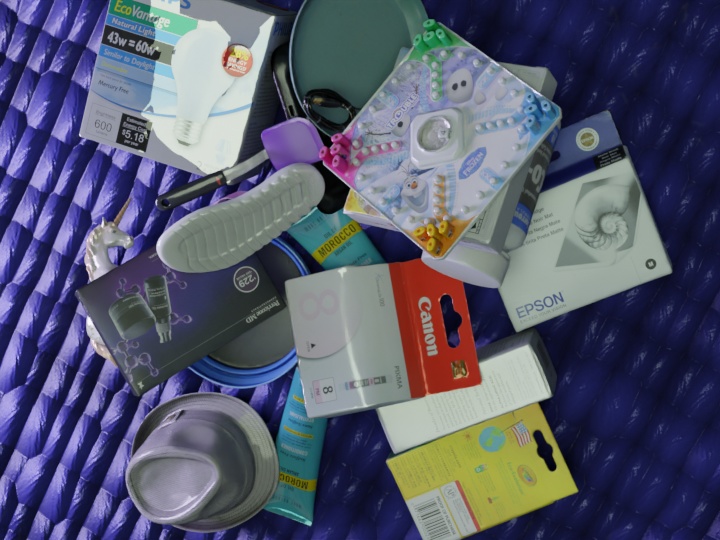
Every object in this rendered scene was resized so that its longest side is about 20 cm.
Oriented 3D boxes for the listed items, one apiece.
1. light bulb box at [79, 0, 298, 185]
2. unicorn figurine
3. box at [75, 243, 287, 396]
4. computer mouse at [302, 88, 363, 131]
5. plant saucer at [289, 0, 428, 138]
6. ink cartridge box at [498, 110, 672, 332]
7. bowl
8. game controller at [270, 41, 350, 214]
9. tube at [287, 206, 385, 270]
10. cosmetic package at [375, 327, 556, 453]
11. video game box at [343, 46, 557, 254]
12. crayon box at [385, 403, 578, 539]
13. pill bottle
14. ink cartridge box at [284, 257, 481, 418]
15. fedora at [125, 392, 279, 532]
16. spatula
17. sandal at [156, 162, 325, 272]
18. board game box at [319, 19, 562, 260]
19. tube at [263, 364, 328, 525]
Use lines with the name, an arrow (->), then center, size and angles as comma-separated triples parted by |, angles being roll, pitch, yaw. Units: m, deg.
light bulb box -> -0.196, -0.228, 1.529 | 0.197, 0.125, 0.201 | 17, 103, 7
unicorn figurine -> -0.296, 0.033, 1.607 | 0.137, 0.074, 0.201 | 37, 115, 26
box -> -0.207, 0.035, 1.518 | 0.199, 0.079, 0.142 | -32, 95, -13
computer mouse -> 0.024, -0.183, 1.478 | 0.034, 0.199, 0.059 | 17, 109, 52
plant saucer -> -0.002, -0.243, 1.484 | 0.027, 0.199, 0.202 | 15, 105, 52
ink cartridge box -> 0.234, -0.056, 1.520 | 0.199, 0.041, 0.201 | -23, 94, 13
bowl -> -0.146, 0.042, 1.606 | 0.199, 0.039, 0.202 | 2, 99, 11
game controller -> -0.047, -0.168, 1.512 | 0.042, 0.104, 0.201 | -6, 108, 41
tube -> 0.000, 0.000, 1.565 | 0.077, 0.050, 0.200 | -39, 85, -5
cosmetic package -> 0.124, 0.140, 1.541 | 0.199, 0.102, 0.074 | -23, 92, 14
video game box -> 0.095, -0.131, 1.408 | 0.181, 0.047, 0.201 | 15, 79, 29
crayon box -> 0.147, 0.241, 1.578 | 0.199, 0.051, 0.128 | -23, 94, 14
pill bottle -> 0.142, -0.090, 1.463 | 0.113, 0.114, 0.201 | 17, 80, 7
ink cartridge box -> 0.023, 0.071, 1.497 | 0.199, 0.057, 0.164 | -14, 80, 19
fedora -> -0.208, 0.246, 1.609 | 0.199, 0.090, 0.178 | -13, 96, 22
spatula -> -0.138, -0.113, 1.466 | 0.199, 0.021, 0.057 | -24, 111, 0
sandal -> -0.133, -0.059, 1.476 | 0.202, 0.050, 0.083 | -25, 126, -3
board game box -> 0.078, -0.143, 1.380 | 0.200, 0.026, 0.200 | -50, 58, 3
tube -> -0.075, 0.213, 1.621 | 0.077, 0.050, 0.201 | 19, 108, 18
